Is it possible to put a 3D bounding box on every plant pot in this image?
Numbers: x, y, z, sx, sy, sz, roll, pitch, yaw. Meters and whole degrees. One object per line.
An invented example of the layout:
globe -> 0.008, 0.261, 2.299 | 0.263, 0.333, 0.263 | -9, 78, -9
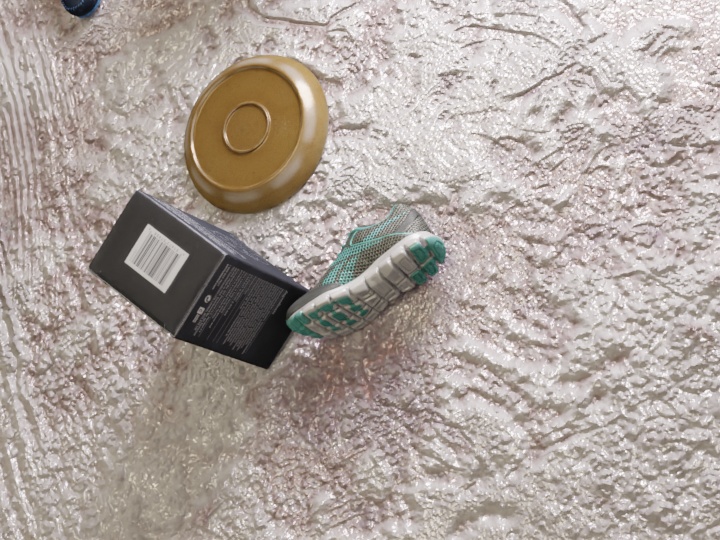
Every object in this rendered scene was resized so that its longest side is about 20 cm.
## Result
plant pot -> -0.131, -0.167, 1.755 | 0.200, 0.027, 0.201 | -7, 73, 24

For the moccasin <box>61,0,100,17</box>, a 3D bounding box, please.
moccasin -> -0.392, -0.426, 1.932 | 0.080, 0.068, 0.200 | -24, 67, 20

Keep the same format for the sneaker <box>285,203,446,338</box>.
sneaker -> 0.000, 0.000, 1.628 | 0.200, 0.078, 0.091 | -32, 49, 12

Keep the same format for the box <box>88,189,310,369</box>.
box -> -0.173, 0.013, 1.627 | 0.148, 0.200, 0.107 | 34, 94, 30
